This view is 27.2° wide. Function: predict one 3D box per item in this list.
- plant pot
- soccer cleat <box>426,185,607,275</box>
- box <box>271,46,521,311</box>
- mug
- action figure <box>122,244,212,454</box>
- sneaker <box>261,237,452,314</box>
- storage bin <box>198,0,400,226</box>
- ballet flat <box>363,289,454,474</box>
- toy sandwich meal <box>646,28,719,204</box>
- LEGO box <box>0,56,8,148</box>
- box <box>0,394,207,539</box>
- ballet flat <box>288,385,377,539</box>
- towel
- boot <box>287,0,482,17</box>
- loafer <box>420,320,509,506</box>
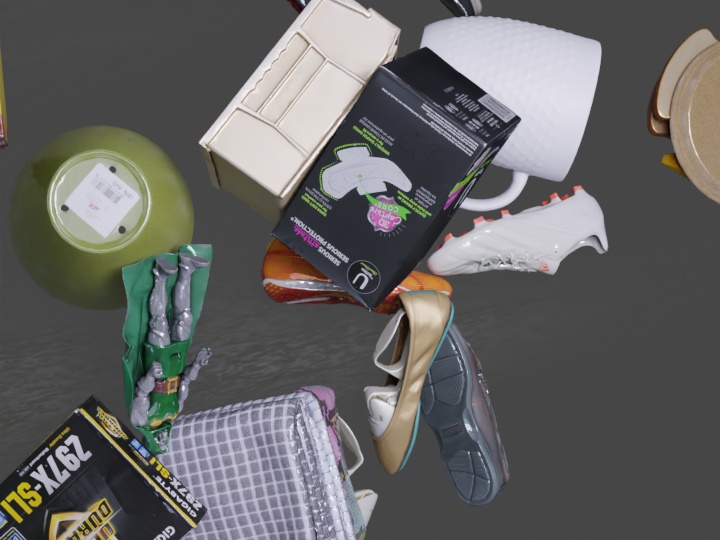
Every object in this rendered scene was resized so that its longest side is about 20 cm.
[{"bbox_3d":[-0.247,-0.059,1.416,0.186,0.200,0.188,0,87,-9],"label":"plant pot"},{"bbox_3d":[0.166,-0.025,1.543,0.199,0.069,0.078,-19,79,-16],"label":"soccer cleat"},{"bbox_3d":[0.036,-0.089,1.413,0.124,0.149,0.200,38,113,6],"label":"box"},{"bbox_3d":[0.132,-0.158,1.517,0.175,0.148,0.201,15,102,-1],"label":"mug"},{"bbox_3d":[-0.184,0.082,1.408,0.118,0.055,0.201,-15,121,-47],"label":"action figure"},{"bbox_3d":[0.000,0.000,1.521,0.199,0.073,0.077,9,70,-13],"label":"sneaker"},{"bbox_3d":[-0.054,-0.152,1.445,0.094,0.200,0.199,37,82,4],"label":"storage bin"},{"bbox_3d":[0.035,0.109,1.502,0.063,0.069,0.201,11,105,-20],"label":"ballet flat"},{"bbox_3d":[0.402,-0.157,1.596,0.204,0.070,0.206,0,88,-14],"label":"toy sandwich meal"},{"bbox_3d":[-0.429,-0.216,1.456,0.148,0.077,0.201,-5,88,-9],"label":"LEGO box"},{"bbox_3d":[-0.272,0.242,1.435,0.200,0.049,0.160,-42,92,18],"label":"box"},{"bbox_3d":[-0.024,0.213,1.514,0.071,0.069,0.201,-14,89,-35],"label":"ballet flat"},{"bbox_3d":[-0.104,0.230,1.456,0.165,0.086,0.201,-14,91,20],"label":"towel"},{"bbox_3d":[0.011,-0.298,1.535,0.154,0.073,0.204,-43,89,-6],"label":"boot"},{"bbox_3d":[0.104,0.141,1.543,0.072,0.063,0.201,-16,89,32],"label":"loafer"}]
